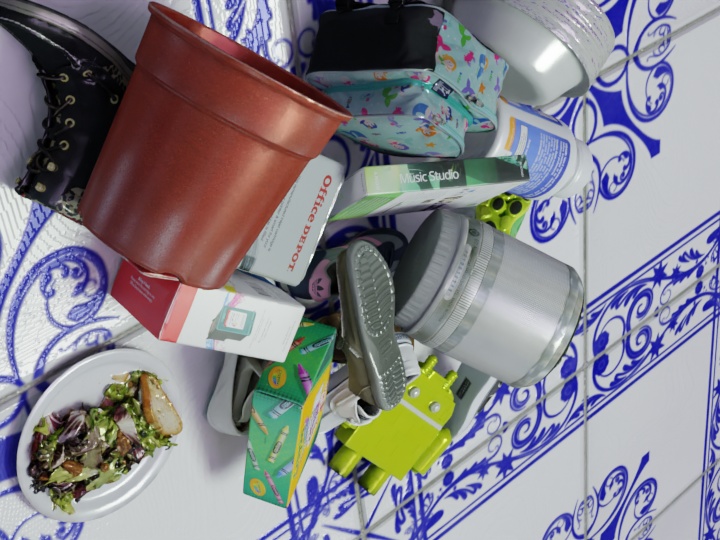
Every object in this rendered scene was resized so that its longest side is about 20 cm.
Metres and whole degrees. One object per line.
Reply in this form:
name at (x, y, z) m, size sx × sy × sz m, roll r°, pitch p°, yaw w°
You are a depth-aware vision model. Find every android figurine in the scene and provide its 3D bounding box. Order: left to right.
android figurine at (0.049, 0.200, 1.552) m, size 0.200 × 0.041 × 0.182 m, roll -50°, pitch 126°, yaw -1°

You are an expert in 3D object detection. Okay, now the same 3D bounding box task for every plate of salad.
plate of salad at (-0.266, 0.179, 1.237) m, size 0.200 × 0.048 × 0.200 m, roll -23°, pitch 125°, yaw -37°

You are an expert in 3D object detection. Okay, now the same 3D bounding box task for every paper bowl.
paper bowl at (0.184, -0.268, 1.362) m, size 0.104 × 0.201 × 0.201 m, roll -58°, pitch 139°, yaw -8°

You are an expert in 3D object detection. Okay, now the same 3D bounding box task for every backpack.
backpack at (0.060, -0.202, 1.279) m, size 0.200 × 0.177 × 0.151 m, roll 12°, pitch 84°, yaw -51°

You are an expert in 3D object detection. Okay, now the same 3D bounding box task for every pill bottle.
pill bottle at (0.202, -0.152, 1.492) m, size 0.200 × 0.112 × 0.112 m, roll 15°, pitch 99°, yaw -41°

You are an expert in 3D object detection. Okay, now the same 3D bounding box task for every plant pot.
plant pot at (-0.140, -0.101, 1.038) m, size 0.201 × 0.201 × 0.195 m, roll 18°, pitch 106°, yaw -49°

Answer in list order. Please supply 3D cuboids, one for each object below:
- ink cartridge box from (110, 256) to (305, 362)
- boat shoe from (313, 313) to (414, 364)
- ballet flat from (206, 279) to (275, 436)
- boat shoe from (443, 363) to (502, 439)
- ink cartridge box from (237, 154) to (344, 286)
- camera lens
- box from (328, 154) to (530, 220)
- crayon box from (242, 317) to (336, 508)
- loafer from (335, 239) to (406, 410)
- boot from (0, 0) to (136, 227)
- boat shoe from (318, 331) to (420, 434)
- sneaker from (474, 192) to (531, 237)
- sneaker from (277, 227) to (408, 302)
ink cartridge box at (-0.171, 0.028, 1.198) m, size 0.200 × 0.116 × 0.067 m, roll 15°, pitch 102°, yaw -41°
boat shoe at (-0.006, 0.082, 1.458) m, size 0.200 × 0.063 × 0.073 m, roll 11°, pitch 75°, yaw -51°
ballet flat at (-0.121, 0.097, 1.332) m, size 0.069 × 0.069 × 0.200 m, roll 4°, pitch 106°, yaw -47°
boat shoe at (0.151, 0.163, 1.604) m, size 0.066 × 0.070 × 0.200 m, roll -12°, pitch 141°, yaw -40°
ink cartridge box at (-0.128, -0.079, 1.223) m, size 0.200 × 0.083 × 0.147 m, roll 20°, pitch 94°, yaw -48°
camera lens at (0.149, 0.034, 1.380) m, size 0.200 × 0.160 × 0.160 m, roll 26°, pitch 90°, yaw -11°
box at (0.072, -0.094, 1.338) m, size 0.200 × 0.144 × 0.036 m, roll -8°, pitch 84°, yaw -22°
crayon box at (-0.081, 0.162, 1.331) m, size 0.200 × 0.058 × 0.119 m, roll 101°, pitch 9°, yaw -46°
loafer at (-0.003, 0.063, 1.315) m, size 0.075 × 0.070 × 0.200 m, roll -31°, pitch 118°, yaw -52°
boot at (-0.270, -0.137, 1.050) m, size 0.204 × 0.073 × 0.154 m, roll 36°, pitch 79°, yaw -53°
boat shoe at (-0.004, 0.153, 1.415) m, size 0.074 × 0.065 × 0.200 m, roll 2°, pitch 143°, yaw -42°
sneaker at (0.172, -0.044, 1.541) m, size 0.084 × 0.074 × 0.200 m, roll 110°, pitch -1°, yaw -55°
sneaker at (0.000, 0.000, 1.396) m, size 0.200 × 0.082 × 0.070 m, roll -19°, pitch 119°, yaw -40°
